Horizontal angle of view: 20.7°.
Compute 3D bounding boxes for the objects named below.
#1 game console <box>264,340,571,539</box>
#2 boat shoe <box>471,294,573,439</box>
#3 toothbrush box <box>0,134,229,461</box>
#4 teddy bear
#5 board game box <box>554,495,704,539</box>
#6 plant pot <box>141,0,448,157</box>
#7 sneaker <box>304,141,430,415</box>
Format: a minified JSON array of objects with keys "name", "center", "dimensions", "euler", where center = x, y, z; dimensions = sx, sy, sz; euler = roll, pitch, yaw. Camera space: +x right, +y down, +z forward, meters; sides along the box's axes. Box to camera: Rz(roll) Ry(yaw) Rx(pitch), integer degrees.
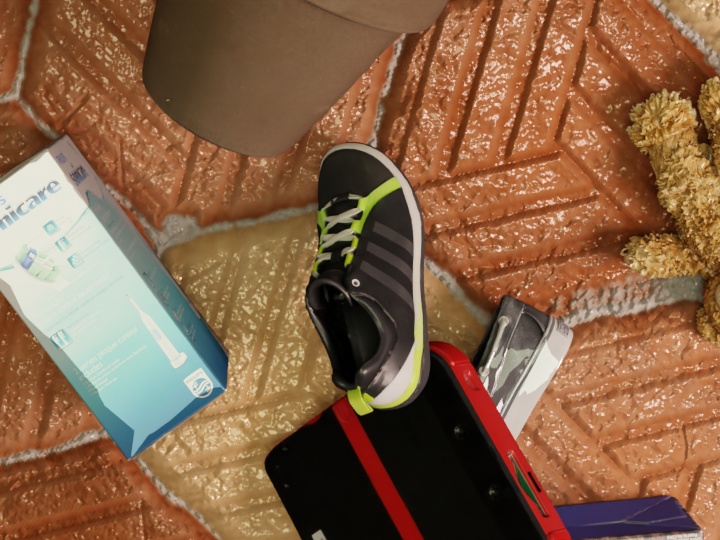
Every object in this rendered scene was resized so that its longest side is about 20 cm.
[{"name":"game console","center":[0.039,0.168,1.371],"dimensions":[0.177,0.031,0.200],"euler":[-39,68,25]},{"name":"boat shoe","center":[0.074,0.112,1.405],"dimensions":[0.068,0.072,0.200],"euler":[30,95,-6]},{"name":"toothbrush box","center":[-0.180,0.013,1.341],"dimensions":[0.085,0.146,0.200],"euler":[-35,99,2]},{"name":"teddy bear","center":[0.258,-0.040,1.395],"dimensions":[0.145,0.067,0.200],"euler":[0,98,0]},{"name":"board game box","center":[0.165,0.276,1.420],"dimensions":[0.159,0.097,0.200],"euler":[-6,98,-2]},{"name":"plant pot","center":[-0.057,-0.175,1.315],"dimensions":[0.200,0.200,0.175],"euler":[27,114,-6]},{"name":"sneaker","center":[0.000,0.000,1.345],"dimensions":[0.072,0.083,0.200],"euler":[-23,69,30]}]
